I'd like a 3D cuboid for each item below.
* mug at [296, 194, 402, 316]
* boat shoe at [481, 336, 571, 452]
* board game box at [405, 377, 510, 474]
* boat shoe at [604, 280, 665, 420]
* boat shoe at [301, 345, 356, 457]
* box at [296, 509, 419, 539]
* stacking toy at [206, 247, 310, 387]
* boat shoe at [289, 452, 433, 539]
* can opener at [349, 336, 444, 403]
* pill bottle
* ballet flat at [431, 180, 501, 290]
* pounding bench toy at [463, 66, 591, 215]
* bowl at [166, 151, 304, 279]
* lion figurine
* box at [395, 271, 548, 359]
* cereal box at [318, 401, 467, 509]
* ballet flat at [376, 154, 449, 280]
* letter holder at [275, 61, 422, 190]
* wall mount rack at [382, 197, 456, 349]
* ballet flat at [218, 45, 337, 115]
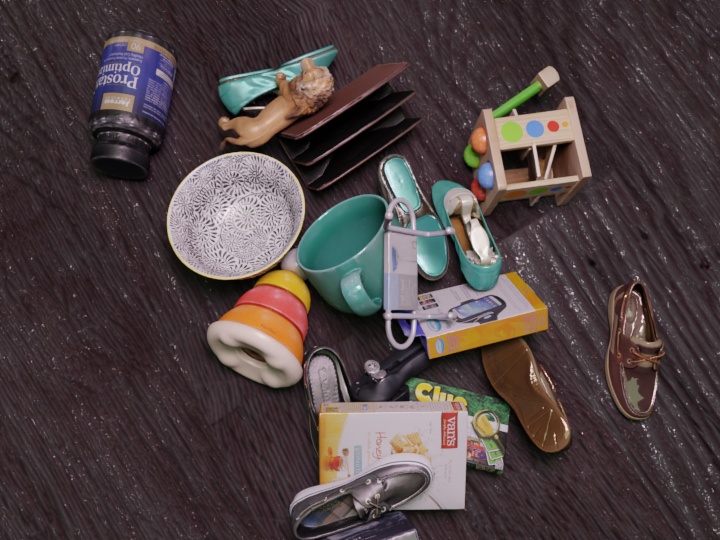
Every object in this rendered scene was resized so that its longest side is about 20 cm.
[{"bbox_3d":[-0.006,-0.003,0.990,0.151,0.115,0.186,-3,45,39],"label":"mug"},{"bbox_3d":[0.241,0.167,1.005,0.072,0.072,0.201,-40,59,17],"label":"boat shoe"},{"bbox_3d":[0.112,0.214,1.000,0.197,0.024,0.106,13,57,1],"label":"board game box"},{"bbox_3d":[0.404,0.114,1.024,0.071,0.072,0.203,5,76,-1],"label":"boat shoe"},{"bbox_3d":[-0.037,0.205,0.988,0.073,0.063,0.204,-14,83,-12],"label":"boat shoe"},{"bbox_3d":[-0.017,0.392,0.873,0.194,0.200,0.119,-16,80,-7],"label":"box"},{"bbox_3d":[-0.115,0.052,1.008,0.145,0.147,0.201,24,59,4],"label":"stacking toy"},{"bbox_3d":[0.003,0.297,0.901,0.198,0.057,0.069,-21,107,5],"label":"boat shoe"},{"bbox_3d":[0.067,0.134,1.000,0.199,0.079,0.063,-36,42,-29],"label":"can opener"},{"bbox_3d":[-0.346,-0.248,1.060,0.110,0.112,0.203,6,76,-1],"label":"pill bottle"},{"bbox_3d":[0.161,-0.069,1.036,0.066,0.071,0.202,-11,61,-13],"label":"ballet flat"},{"bbox_3d":[0.236,-0.204,1.067,0.154,0.124,0.203,-7,77,-4],"label":"pounding bench toy"},{"bbox_3d":[-0.172,-0.063,1.024,0.198,0.094,0.203,-2,67,4],"label":"bowl"},{"bbox_3d":[-0.125,-0.227,1.020,0.200,0.123,0.072,-44,124,7],"label":"lion figurine"},{"bbox_3d":[0.153,0.064,1.006,0.197,0.119,0.042,-15,117,-4],"label":"box"},{"bbox_3d":[0.043,0.249,0.940,0.197,0.040,0.146,-1,104,-1],"label":"cereal box"},{"bbox_3d":[0.080,-0.079,1.063,0.067,0.064,0.202,-20,84,-10],"label":"ballet flat"},{"bbox_3d":[-0.006,-0.212,1.036,0.199,0.142,0.101,-35,110,-10],"label":"letter holder"},{"bbox_3d":[0.059,0.000,0.891,0.074,0.173,0.203,-4,85,39],"label":"wall mount rack"},{"bbox_3d":[-0.123,-0.292,1.104,0.198,0.067,0.071,-20,102,-8],"label":"ballet flat"}]
